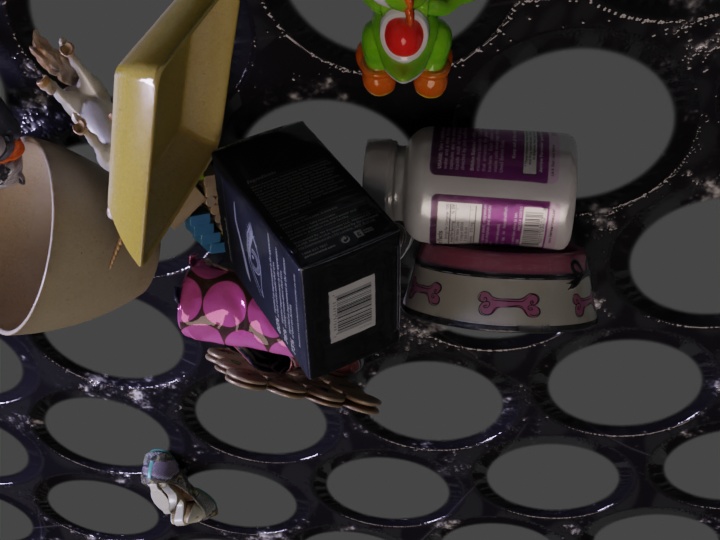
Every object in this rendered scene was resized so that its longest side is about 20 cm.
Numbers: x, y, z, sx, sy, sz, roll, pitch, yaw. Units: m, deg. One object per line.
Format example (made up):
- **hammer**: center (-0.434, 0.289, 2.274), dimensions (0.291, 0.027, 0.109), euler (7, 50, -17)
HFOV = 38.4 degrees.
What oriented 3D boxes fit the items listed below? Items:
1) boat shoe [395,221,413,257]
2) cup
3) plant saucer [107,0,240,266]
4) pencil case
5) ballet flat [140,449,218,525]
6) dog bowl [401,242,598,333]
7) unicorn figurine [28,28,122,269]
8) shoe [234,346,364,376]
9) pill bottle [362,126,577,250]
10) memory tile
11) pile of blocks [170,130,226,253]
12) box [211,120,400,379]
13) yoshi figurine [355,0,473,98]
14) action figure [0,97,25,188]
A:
- **boat shoe**: center (0.000, 0.000, 1.147), dimensions (0.068, 0.057, 0.200), euler (24, 138, -17)
- **cup**: center (-0.296, -0.029, 1.085), dimensions (0.142, 0.202, 0.200), euler (7, 148, -39)
- **plant saucer**: center (-0.164, -0.140, 0.887), dimensions (0.048, 0.201, 0.201), euler (18, 131, 2)
- **pencil case**: center (-0.099, 0.042, 1.120), dimensions (0.198, 0.091, 0.095), euler (9, 96, 6)
- **ballet flat**: center (-0.285, 0.356, 1.606), dimensions (0.071, 0.073, 0.201), euler (-8, 138, 19)
- **dog bowl**: center (0.142, 0.009, 1.047), dimensions (0.198, 0.200, 0.075), euler (3, 99, 6)
- **unicorn figurine**: center (-0.241, -0.124, 0.964), dimensions (0.073, 0.202, 0.138), euler (-17, 162, -2)
- **shoe**: center (-0.075, 0.095, 1.244), dimensions (0.071, 0.092, 0.200), euler (-26, 129, 34)
- **pill bottle**: center (0.103, -0.080, 0.993), dimensions (0.198, 0.113, 0.113), euler (4, 140, 5)
- **memory tile**: center (-0.083, 0.133, 1.262), dimensions (0.198, 0.017, 0.153), euler (15, -176, -22)
- **pile of blocks**: center (-0.173, -0.075, 1.076), dimensions (0.082, 0.062, 0.201), euler (-43, 129, -11)
- **box**: center (-0.053, -0.024, 0.996), dimensions (0.104, 0.200, 0.149), euler (-21, 138, -20)
- **yoshi figurine**: center (0.035, -0.238, 0.855), dimensions (0.112, 0.112, 0.200), euler (42, 163, 21)
- **action figure**: center (-0.370, -0.141, 0.960), dimensions (0.104, 0.201, 0.194), euler (-19, 137, 1)
